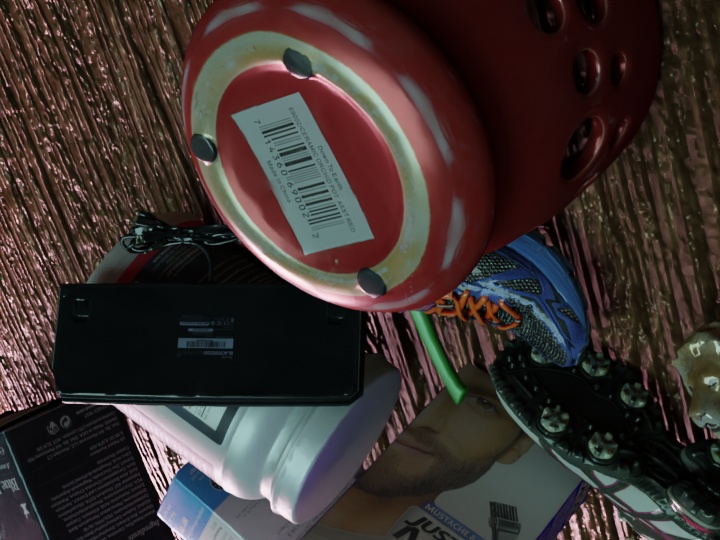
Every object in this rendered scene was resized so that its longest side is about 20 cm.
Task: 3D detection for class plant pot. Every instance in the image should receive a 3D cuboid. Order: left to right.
[{"bbox_3d":[0.027,-0.092,0.708,0.199,0.182,0.201,21,132,25],"label":"plant pot"}]

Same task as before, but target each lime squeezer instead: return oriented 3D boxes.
[{"bbox_3d":[0.000,0.000,0.909,0.199,0.038,0.071,33,134,19],"label":"lime squeezer"}]

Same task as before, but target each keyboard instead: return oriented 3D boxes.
[{"bbox_3d":[-0.095,0.024,0.891,0.198,0.128,0.021,1,163,5],"label":"keyboard"}]

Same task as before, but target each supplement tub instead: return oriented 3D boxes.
[{"bbox_3d":[-0.086,0.065,0.959,0.199,0.140,0.141,33,138,17],"label":"supplement tub"}]

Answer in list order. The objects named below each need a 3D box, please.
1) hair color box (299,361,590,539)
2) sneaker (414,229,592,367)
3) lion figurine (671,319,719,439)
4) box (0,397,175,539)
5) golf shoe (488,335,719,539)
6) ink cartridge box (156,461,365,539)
[{"bbox_3d":[0.052,0.155,0.861,0.109,0.200,0.065,31,135,19],"label":"hair color box"},{"bbox_3d":[0.048,0.002,0.829,0.199,0.079,0.076,32,156,21],"label":"sneaker"},{"bbox_3d":[0.261,0.047,0.706,0.200,0.072,0.123,-35,87,36],"label":"lion figurine"},{"bbox_3d":[-0.274,0.222,1.240,0.196,0.117,0.201,-19,95,47],"label":"box"},{"bbox_3d":[0.157,0.117,0.838,0.199,0.077,0.088,33,145,18],"label":"golf shoe"},{"bbox_3d":[-0.036,0.197,1.039,0.200,0.116,0.067,41,139,9],"label":"ink cartridge box"}]
